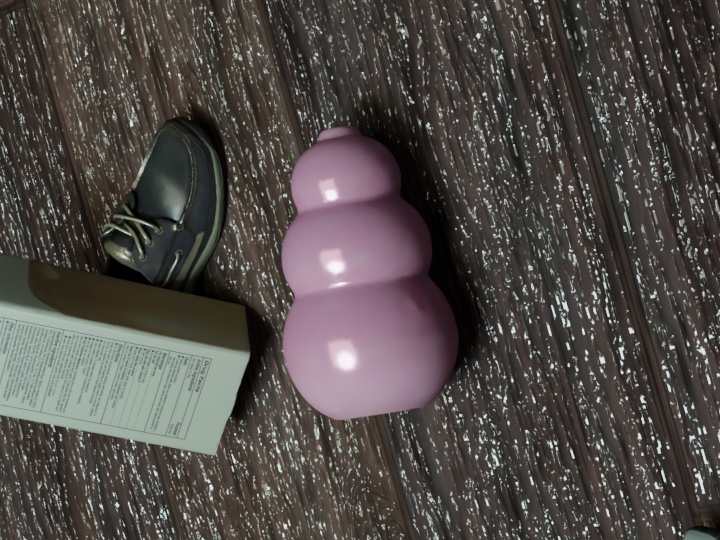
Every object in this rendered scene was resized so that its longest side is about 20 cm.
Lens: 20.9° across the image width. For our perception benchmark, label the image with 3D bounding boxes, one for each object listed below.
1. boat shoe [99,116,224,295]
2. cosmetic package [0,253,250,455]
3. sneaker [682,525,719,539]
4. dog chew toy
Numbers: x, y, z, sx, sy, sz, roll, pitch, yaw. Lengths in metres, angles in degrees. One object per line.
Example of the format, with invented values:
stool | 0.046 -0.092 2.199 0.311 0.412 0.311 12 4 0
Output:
boat shoe | -0.160 -0.020 1.518 0.074 0.073 0.202 28 118 31
cosmetic package | -0.192 0.065 1.489 0.071 0.198 0.106 -101 29 -56
sneaker | 0.214 0.258 1.291 0.079 0.074 0.202 38 118 37
dog chew toy | 0.000 0.000 1.367 0.124 0.124 0.202 -11 86 41
